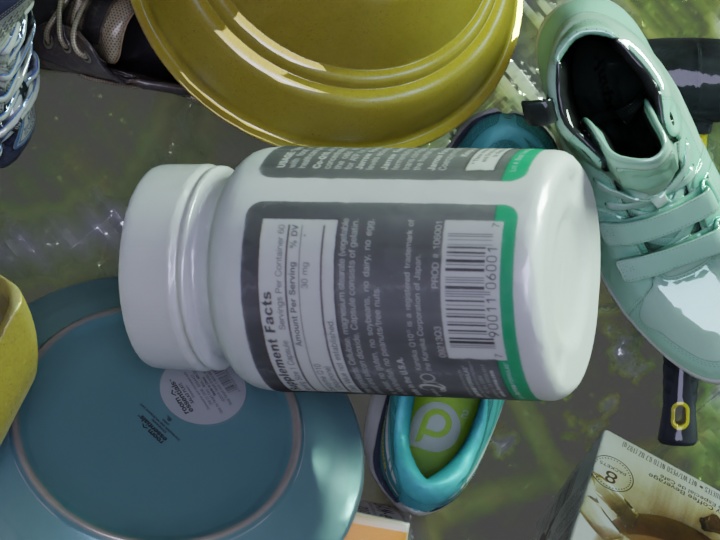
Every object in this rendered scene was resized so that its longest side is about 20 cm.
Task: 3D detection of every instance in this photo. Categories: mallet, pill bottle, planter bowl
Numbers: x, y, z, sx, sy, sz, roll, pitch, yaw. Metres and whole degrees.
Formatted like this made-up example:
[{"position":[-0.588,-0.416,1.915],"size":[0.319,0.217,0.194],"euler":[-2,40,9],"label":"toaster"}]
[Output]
[{"position":[0.150,-0.016,1.456],"size":[0.066,0.041,0.200],"euler":[9,94,-2],"label":"mallet"},{"position":[0.000,0.000,1.347],"size":[0.200,0.113,0.113],"euler":[2,91,19],"label":"pill bottle"},{"position":[-0.005,-0.159,1.382],"size":[0.200,0.083,0.201],"euler":[7,67,-16],"label":"planter bowl"}]

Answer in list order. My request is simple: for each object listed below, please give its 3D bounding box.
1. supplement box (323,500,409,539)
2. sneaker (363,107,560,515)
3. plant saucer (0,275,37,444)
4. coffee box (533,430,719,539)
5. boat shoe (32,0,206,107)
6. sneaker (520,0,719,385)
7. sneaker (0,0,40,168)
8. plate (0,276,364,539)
[{"position":[-0.085,0.160,1.424],"size":[0.200,0.074,0.126],"euler":[10,90,-3],"label":"supplement box"},{"position":[0.056,0.022,1.427],"size":[0.077,0.080,0.200],"euler":[14,89,-3],"label":"sneaker"},{"position":[-0.229,0.078,1.380],"size":[0.048,0.200,0.200],"euler":[28,90,-37],"label":"plant saucer"},{"position":[0.124,0.183,1.372],"size":[0.113,0.200,0.080],"euler":[28,129,-4],"label":"coffee box"},{"position":[-0.117,-0.124,1.419],"size":[0.200,0.073,0.075],"euler":[12,90,-3],"label":"boat shoe"},{"position":[0.133,-0.028,1.381],"size":[0.074,0.118,0.201],"euler":[-26,97,8],"label":"sneaker"},{"position":[-0.176,-0.096,1.378],"size":[0.085,0.200,0.077],"euler":[40,50,-11],"label":"sneaker"},{"position":[-0.095,0.077,1.389],"size":[0.200,0.026,0.200],"euler":[5,52,-6],"label":"plate"}]
